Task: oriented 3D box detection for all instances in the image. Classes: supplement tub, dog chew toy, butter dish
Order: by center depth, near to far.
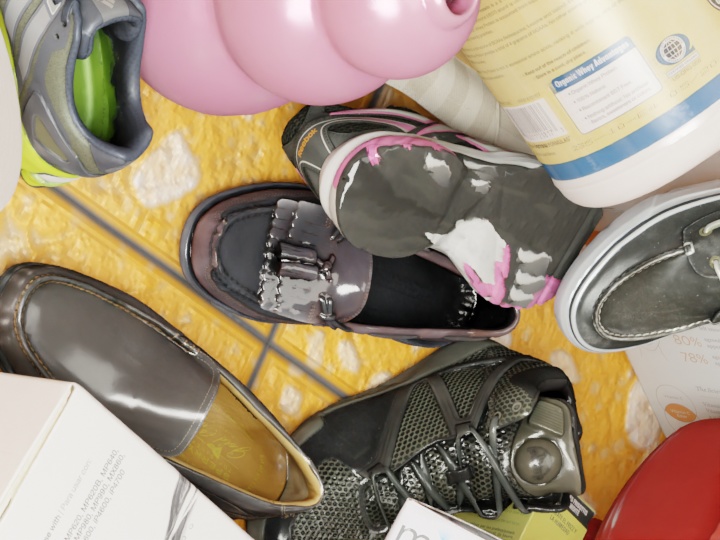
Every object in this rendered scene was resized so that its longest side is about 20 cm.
[{"bbox_3d":[-0.026,-0.129,1.301,0.124,0.199,0.125,-8,102,-44],"label":"dog chew toy"},{"bbox_3d":[0.106,-0.147,1.357,0.145,0.144,0.200,-44,105,-31],"label":"supplement tub"},{"bbox_3d":[0.178,0.169,1.536,0.200,0.147,0.200,-48,138,-41],"label":"butter dish"}]

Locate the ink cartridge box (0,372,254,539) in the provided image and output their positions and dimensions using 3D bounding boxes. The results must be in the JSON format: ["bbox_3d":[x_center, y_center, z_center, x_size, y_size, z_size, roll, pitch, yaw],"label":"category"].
[{"bbox_3d":[-0.129,0.129,1.270,0.200,0.144,0.084,44,63,-37],"label":"ink cartridge box"}]

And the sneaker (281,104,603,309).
[{"bbox_3d":[0.041,-0.047,1.427,0.200,0.086,0.081,23,105,-49],"label":"sneaker"}]

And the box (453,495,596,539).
[{"bbox_3d":[0.047,0.197,1.493,0.050,0.075,0.201,43,64,-38],"label":"box"}]

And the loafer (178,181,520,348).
[{"bbox_3d":[0.000,0.000,1.434,0.199,0.063,0.072,14,87,-44],"label":"loafer"}]

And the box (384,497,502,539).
[{"bbox_3d":[0.017,0.220,1.334,0.096,0.200,0.177,26,74,3],"label":"box"}]

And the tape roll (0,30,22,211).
[{"bbox_3d":[-0.205,-0.107,1.170,0.203,0.037,0.203,58,18,-31],"label":"tape roll"}]

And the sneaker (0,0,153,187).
[{"bbox_3d":[-0.135,-0.133,1.280,0.074,0.081,0.201,-29,114,-38],"label":"sneaker"}]

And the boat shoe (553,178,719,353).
[{"bbox_3d":[0.195,-0.009,1.456,0.199,0.071,0.072,-26,118,-1],"label":"boat shoe"}]

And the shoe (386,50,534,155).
[{"bbox_3d":[0.050,-0.093,1.475,0.053,0.070,0.200,-53,134,1],"label":"shoe"}]

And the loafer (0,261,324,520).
[{"bbox_3d":[-0.093,0.057,1.346,0.200,0.072,0.073,36,71,-39],"label":"loafer"}]

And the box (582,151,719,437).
[{"bbox_3d":[0.216,0.015,1.600,0.098,0.124,0.201,-46,124,-30],"label":"box"}]

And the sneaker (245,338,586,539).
[{"bbox_3d":[0.037,0.100,1.448,0.199,0.114,0.077,-29,113,-33],"label":"sneaker"}]
